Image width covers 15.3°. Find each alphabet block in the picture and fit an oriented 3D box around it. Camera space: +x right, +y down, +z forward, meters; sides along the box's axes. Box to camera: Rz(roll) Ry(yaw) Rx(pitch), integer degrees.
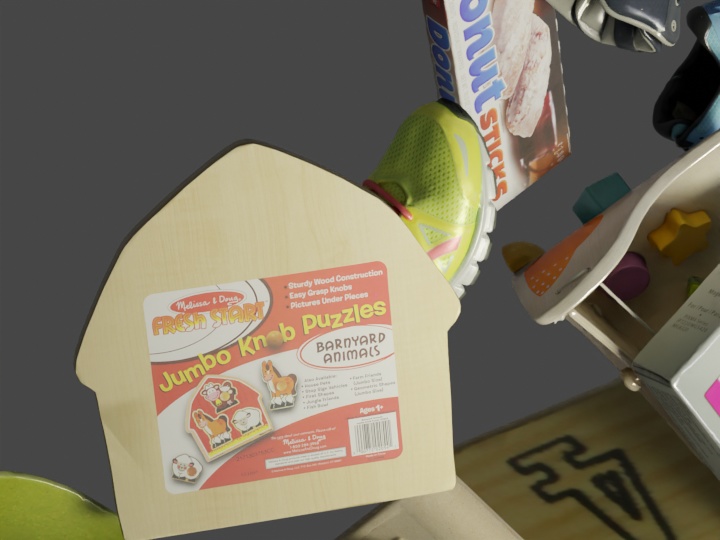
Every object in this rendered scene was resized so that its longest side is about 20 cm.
[{"bbox_3d":[0.143,0.211,1.643,0.200,0.196,0.196,-20,133,-36],"label":"alphabet block"}]

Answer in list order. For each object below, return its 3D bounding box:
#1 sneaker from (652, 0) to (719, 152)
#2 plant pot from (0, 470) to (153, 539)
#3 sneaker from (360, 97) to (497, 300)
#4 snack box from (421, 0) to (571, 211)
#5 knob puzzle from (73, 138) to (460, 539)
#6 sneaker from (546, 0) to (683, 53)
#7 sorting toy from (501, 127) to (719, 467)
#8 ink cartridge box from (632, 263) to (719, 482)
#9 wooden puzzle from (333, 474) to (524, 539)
[{"bbox_3d":[0.208,-0.087,1.574,0.090,0.078,0.200,-9,131,-16],"label":"sneaker"},{"bbox_3d":[-0.190,0.235,1.335,0.200,0.187,0.187,-49,148,22],"label":"plant pot"},{"bbox_3d":[0.000,0.000,1.401,0.090,0.078,0.200,10,112,-44],"label":"sneaker"},{"bbox_3d":[0.072,-0.116,1.418,0.072,0.024,0.200,-36,142,-21],"label":"snack box"},{"bbox_3d":[-0.048,0.028,1.354,0.219,0.030,0.220,-3,108,-11],"label":"knob puzzle"},{"bbox_3d":[0.173,-0.184,1.392,0.202,0.077,0.146,2,96,-39],"label":"sneaker"},{"bbox_3d":[0.197,-0.013,1.534,0.180,0.107,0.200,-43,134,8],"label":"sorting toy"},{"bbox_3d":[0.268,0.061,1.526,0.174,0.044,0.200,-47,121,-12],"label":"ink cartridge box"},{"bbox_3d":[0.040,0.227,1.507,0.200,0.185,0.046,-42,-174,36],"label":"wooden puzzle"}]
